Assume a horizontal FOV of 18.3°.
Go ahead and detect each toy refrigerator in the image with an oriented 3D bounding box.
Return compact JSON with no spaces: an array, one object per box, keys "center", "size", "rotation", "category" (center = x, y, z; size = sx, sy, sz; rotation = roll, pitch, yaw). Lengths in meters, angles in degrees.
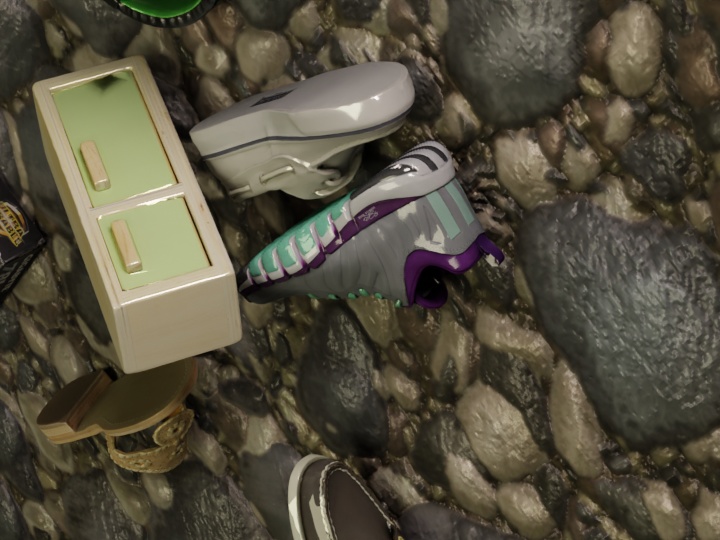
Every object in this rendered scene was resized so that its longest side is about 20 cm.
[{"center":[-0.140,-0.040,1.377],"size":[0.070,0.075,0.201],"rotation":[87,163,-49],"category":"toy refrigerator"}]

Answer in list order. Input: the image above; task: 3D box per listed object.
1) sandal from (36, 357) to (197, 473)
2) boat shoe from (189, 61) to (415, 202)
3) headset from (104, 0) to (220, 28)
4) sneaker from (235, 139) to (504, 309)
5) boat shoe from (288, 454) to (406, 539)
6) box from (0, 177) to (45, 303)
[{"center":[-0.152,0.110,1.580],"size":[0.070,0.078,0.211],"rotation":[48,151,-19],"category":"sandal"},{"center":[-0.029,-0.074,1.316],"size":[0.199,0.072,0.066],"rotation":[-10,111,50],"category":"boat shoe"},{"center":[-0.166,-0.223,1.347],"size":[0.200,0.094,0.124],"rotation":[39,138,7],"category":"headset"},{"center":[0.000,0.000,1.331],"size":[0.088,0.074,0.200],"rotation":[55,141,-3],"category":"sneaker"},{"center":[0.019,0.206,1.446],"size":[0.060,0.072,0.202],"rotation":[-7,115,44],"category":"boat shoe"},{"center":[-0.342,-0.046,1.686],"size":[0.199,0.050,0.200],"rotation":[52,141,7],"category":"box"}]
